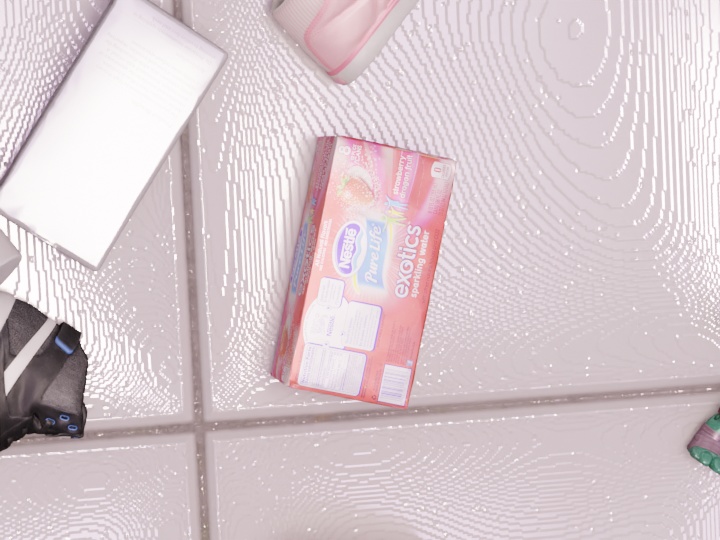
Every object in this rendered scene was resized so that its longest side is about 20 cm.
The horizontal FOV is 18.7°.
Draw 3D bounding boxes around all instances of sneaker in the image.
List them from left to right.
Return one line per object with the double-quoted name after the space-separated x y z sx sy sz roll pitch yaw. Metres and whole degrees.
-0.275 0.127 1.693 0.112 0.073 0.201 26 87 -10 "sneaker"
0.008 -0.254 1.727 0.105 0.075 0.200 37 90 -16 "sneaker"

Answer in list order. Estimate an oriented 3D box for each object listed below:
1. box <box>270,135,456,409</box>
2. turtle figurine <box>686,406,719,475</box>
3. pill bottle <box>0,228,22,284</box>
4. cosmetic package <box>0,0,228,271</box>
0.000 0.000 1.731 0.102 0.095 0.201 10 91 -12 "box"
0.358 0.084 1.807 0.149 0.101 0.201 28 103 3 "turtle figurine"
-0.351 -0.055 1.629 0.114 0.114 0.200 -41 89 -6 "pill bottle"
-0.196 -0.110 1.698 0.101 0.074 0.200 33 88 -11 "cosmetic package"
